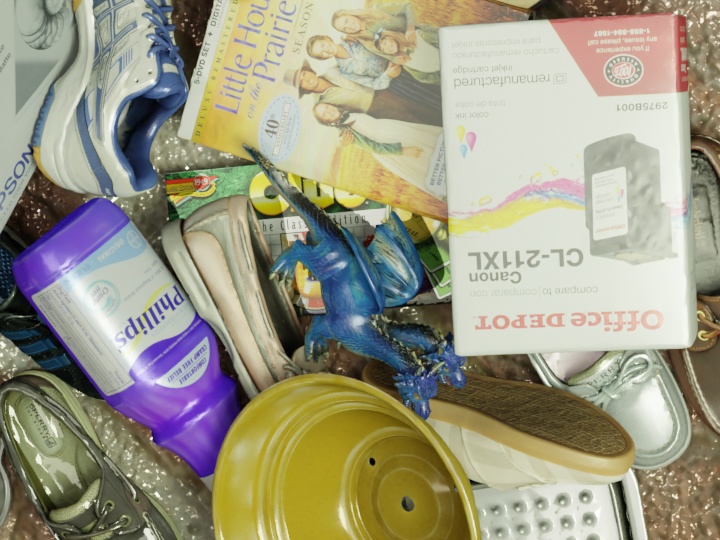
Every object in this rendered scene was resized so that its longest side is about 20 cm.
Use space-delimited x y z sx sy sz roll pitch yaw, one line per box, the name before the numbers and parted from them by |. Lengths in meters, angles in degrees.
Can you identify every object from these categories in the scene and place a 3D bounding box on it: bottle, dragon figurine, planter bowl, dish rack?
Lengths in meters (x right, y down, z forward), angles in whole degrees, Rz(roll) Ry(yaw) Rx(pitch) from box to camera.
bottle | -0.136 0.052 1.448 0.084 0.065 0.200 -41 100 -32
dragon figurine | 0.000 0.000 1.419 0.099 0.059 0.200 -18 93 41
planter bowl | 0.010 0.154 1.398 0.200 0.083 0.201 8 104 34
dish rack | 0.093 0.206 1.462 0.200 0.044 0.172 -10 90 12

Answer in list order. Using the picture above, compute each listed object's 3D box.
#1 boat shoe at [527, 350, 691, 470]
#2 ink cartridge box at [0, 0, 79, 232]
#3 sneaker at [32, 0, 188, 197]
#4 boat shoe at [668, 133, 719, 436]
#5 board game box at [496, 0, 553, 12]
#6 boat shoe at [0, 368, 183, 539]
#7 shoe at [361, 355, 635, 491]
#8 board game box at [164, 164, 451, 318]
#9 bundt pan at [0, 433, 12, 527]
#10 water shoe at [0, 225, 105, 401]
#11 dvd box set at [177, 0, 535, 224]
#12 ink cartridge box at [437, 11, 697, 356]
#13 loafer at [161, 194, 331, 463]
boat shoe | 0.137 0.042 1.436 0.074 0.065 0.202 -33 86 10
ink cartridge box | -0.236 -0.144 1.401 0.041 0.200 0.200 19 73 24
sneaker | -0.139 -0.142 1.446 0.088 0.075 0.200 17 95 33
boat shoe | 0.222 0.014 1.418 0.070 0.070 0.200 -14 91 5
board game box | 0.038 -0.197 1.461 0.200 0.035 0.136 -34 86 10
boat shoe | -0.183 0.156 1.500 0.072 0.066 0.201 -35 86 10
shoe | 0.087 0.103 1.425 0.200 0.070 0.053 17 120 36
board game box | -0.028 -0.023 1.487 0.200 0.023 0.105 -6 89 11
bundt pan | -0.343 0.150 1.526 0.202 0.076 0.202 1 93 10
water shoe | -0.213 0.030 1.494 0.200 0.079 0.072 31 98 8
dvd box set | -0.004 -0.125 1.437 0.200 0.029 0.146 19 98 10
ink cartridge box | 0.127 -0.051 1.359 0.146 0.083 0.200 -3 95 10
loafer | -0.054 0.044 1.455 0.063 0.072 0.200 -29 101 11
